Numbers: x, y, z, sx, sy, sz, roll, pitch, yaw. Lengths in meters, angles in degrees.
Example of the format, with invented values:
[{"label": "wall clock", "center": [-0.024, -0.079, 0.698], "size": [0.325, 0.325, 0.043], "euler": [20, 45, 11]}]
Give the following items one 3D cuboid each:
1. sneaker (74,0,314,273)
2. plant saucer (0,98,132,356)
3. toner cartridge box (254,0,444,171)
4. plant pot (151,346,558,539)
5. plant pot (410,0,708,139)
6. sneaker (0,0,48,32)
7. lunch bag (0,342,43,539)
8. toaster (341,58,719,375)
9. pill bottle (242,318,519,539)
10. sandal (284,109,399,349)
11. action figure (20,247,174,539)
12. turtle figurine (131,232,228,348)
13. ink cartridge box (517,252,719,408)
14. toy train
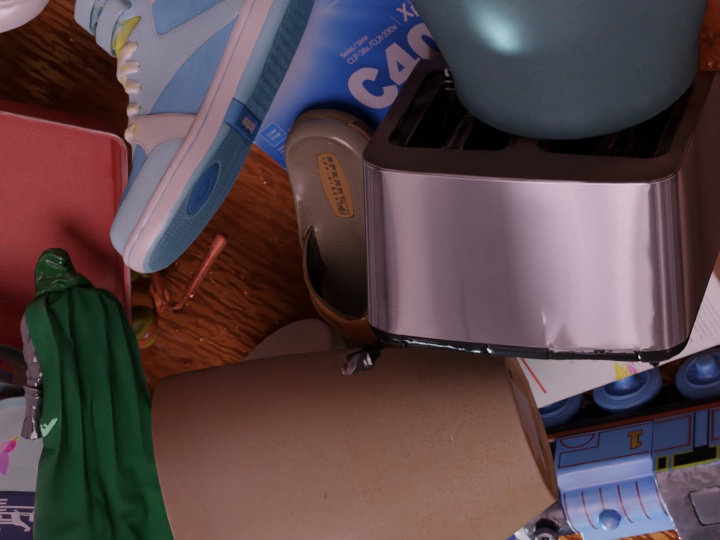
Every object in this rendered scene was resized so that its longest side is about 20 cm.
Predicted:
[{"label": "sneaker", "center": [-0.119, -0.106, 1.526], "size": [0.130, 0.200, 0.080], "euler": [24, 168, 11]}, {"label": "plant saucer", "center": [-0.227, -0.035, 1.634], "size": [0.199, 0.037, 0.200], "euler": [12, 136, 8]}, {"label": "toner cartridge box", "center": [0.004, -0.140, 1.585], "size": [0.095, 0.043, 0.200], "euler": [40, 126, -20]}, {"label": "plant pot", "center": [0.006, 0.118, 1.596], "size": [0.200, 0.188, 0.188], "euler": [-19, 125, 10]}, {"label": "plant pot", "center": [0.101, -0.179, 1.427], "size": [0.199, 0.200, 0.188], "euler": [-1, 128, 11]}, {"label": "sneaker", "center": [-0.255, -0.142, 1.621], "size": [0.200, 0.075, 0.100], "euler": [-10, 134, 29]}, {"label": "lunch bag", "center": [-0.260, 0.122, 1.657], "size": [0.200, 0.122, 0.171], "euler": [18, 103, -7]}, {"label": "toaster", "center": [0.099, -0.033, 1.497], "size": [0.180, 0.200, 0.119], "euler": [3, 119, 17]}, {"label": "pill bottle", "center": [0.007, 0.129, 1.765], "size": [0.114, 0.114, 0.200], "euler": [-29, 119, 30]}, {"label": "sandal", "center": [0.000, 0.000, 1.622], "size": [0.080, 0.054, 0.200], "euler": [-6, 121, 26]}, {"label": "action figure", "center": [-0.158, 0.083, 1.594], "size": [0.118, 0.201, 0.055], "euler": [-4, 168, -40]}, {"label": "turtle figurine", "center": [-0.179, -0.001, 1.722], "size": [0.161, 0.064, 0.200], "euler": [36, 129, -11]}, {"label": "ink cartridge box", "center": [0.125, 0.010, 1.672], "size": [0.200, 0.067, 0.117], "euler": [-21, 120, 25]}, {"label": "toy train", "center": [0.174, 0.117, 1.723], "size": [0.199, 0.114, 0.087], "euler": [-12, 126, 19]}]
